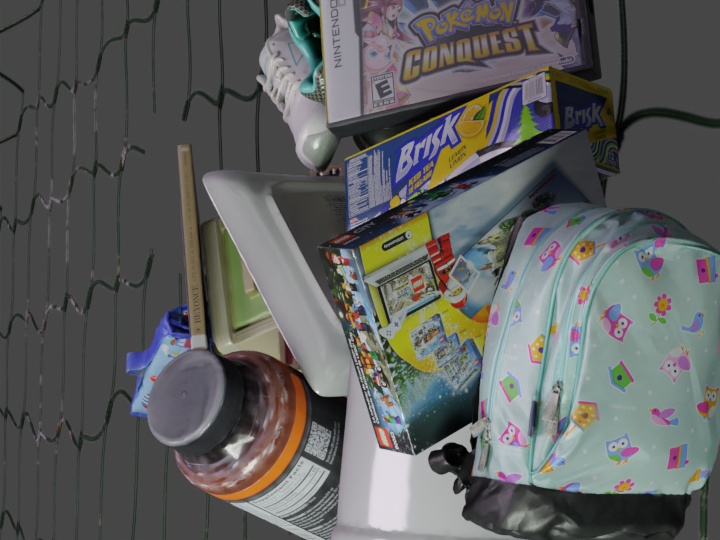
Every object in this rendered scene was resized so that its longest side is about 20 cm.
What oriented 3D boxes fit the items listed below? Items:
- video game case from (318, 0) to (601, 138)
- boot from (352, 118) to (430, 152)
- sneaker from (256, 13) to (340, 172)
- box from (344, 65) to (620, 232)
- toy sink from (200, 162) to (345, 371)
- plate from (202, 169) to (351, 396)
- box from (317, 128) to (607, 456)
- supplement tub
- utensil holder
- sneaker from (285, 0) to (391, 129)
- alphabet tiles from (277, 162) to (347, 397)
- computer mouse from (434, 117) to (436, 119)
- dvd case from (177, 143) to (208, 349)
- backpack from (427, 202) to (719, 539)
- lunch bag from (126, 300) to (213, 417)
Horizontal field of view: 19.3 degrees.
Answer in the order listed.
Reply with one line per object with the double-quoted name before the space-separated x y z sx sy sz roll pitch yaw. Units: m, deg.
"video game case" 0.065 -0.200 1.505 0.025 0.200 0.181 39 -137 -61
"boot" 0.058 -0.199 1.628 0.200 0.072 0.182 128 158 -58
"sneaker" -0.045 -0.140 1.659 0.200 0.080 0.071 -88 21 -61
"box" 0.081 -0.073 1.466 0.200 0.070 0.064 -21 64 42
"toy sink" -0.062 0.017 1.768 0.200 0.112 0.131 -22 54 21
"plate" 0.000 0.000 1.563 0.032 0.199 0.200 -46 61 34
"box" 0.077 0.010 1.317 0.038 0.200 0.137 7 118 53
"supplement tub" -0.059 0.122 1.495 0.107 0.200 0.107 -20 55 32
"utensil holder" 0.069 0.098 1.438 0.170 0.170 0.200 169 105 -71
"sneaker" -0.015 -0.204 1.590 0.078 0.091 0.200 -48 44 50
"alphabet tiles" 0.013 0.005 1.663 0.006 0.166 0.200 48 -144 -66
"computer mouse" 0.092 -0.083 1.595 0.139 0.053 0.200 117 162 -55
"dvd case" -0.138 0.017 1.784 0.149 0.016 0.200 92 172 -62
"backpack" 0.146 0.060 1.268 0.126 0.167 0.200 14 97 52
"lunch bag" -0.116 0.083 1.938 0.151 0.200 0.094 119 149 -53
